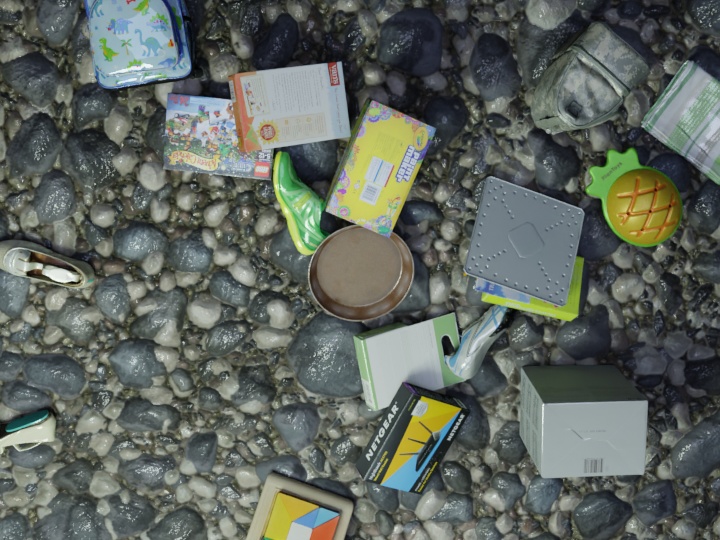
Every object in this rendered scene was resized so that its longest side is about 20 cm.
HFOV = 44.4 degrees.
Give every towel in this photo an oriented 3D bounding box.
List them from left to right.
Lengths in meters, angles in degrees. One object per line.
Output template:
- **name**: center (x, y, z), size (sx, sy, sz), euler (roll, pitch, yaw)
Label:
- **towel**: center (0.640, -0.272, 1.633), size (0.199, 0.031, 0.150), euler (34, 99, -8)

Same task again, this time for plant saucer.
- **plant saucer**: center (0.000, 0.000, 1.646), size (0.199, 0.035, 0.202), euler (-4, 116, -8)

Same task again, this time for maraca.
- **maraca**: center (0.503, -0.133, 1.617), size (0.137, 0.107, 0.200), euler (-43, 99, 7)

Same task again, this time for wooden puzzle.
- **wooden puzzle**: center (-0.122, 0.513, 1.710), size (0.184, 0.037, 0.201), euler (21, 64, -6)

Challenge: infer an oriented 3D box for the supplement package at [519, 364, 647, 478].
- **supplement package**: center (0.410, 0.278, 1.652), size (0.190, 0.200, 0.148), euler (-1, 102, -1)

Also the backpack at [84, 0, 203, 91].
- **backpack**: center (-0.380, -0.421, 1.510), size (0.182, 0.147, 0.201), euler (-9, 99, -2)

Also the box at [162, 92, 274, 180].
- **box**: center (-0.254, -0.244, 1.604), size (0.198, 0.038, 0.138), euler (5, 101, -3)

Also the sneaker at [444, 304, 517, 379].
- **sneaker**: center (0.234, 0.112, 1.678), size (0.072, 0.072, 0.200), euler (36, 86, 25)

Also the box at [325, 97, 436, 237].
- **box**: center (0.029, -0.186, 1.547), size (0.121, 0.193, 0.201), euler (22, 101, -7)

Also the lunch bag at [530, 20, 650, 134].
- **lunch bag**: center (0.383, -0.318, 1.533), size (0.139, 0.200, 0.168), euler (41, 94, -6)

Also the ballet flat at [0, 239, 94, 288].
- **ballet flat**: center (-0.592, -0.012, 1.629), size (0.199, 0.062, 0.068), euler (12, 101, -4)

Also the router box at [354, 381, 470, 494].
- **router box**: center (0.100, 0.325, 1.697), size (0.149, 0.051, 0.201), euler (21, 104, -30)

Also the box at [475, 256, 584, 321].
- **box**: center (0.311, 0.013, 1.644), size (0.199, 0.048, 0.123), euler (13, 68, -4)

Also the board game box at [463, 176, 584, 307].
- **board game box**: center (0.300, -0.052, 1.622), size (0.199, 0.026, 0.201), euler (19, 69, -6)

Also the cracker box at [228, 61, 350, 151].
- **cracker box**: center (-0.124, -0.290, 1.559), size (0.199, 0.058, 0.135), euler (-11, 102, -20)

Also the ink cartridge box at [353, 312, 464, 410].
- **ink cartridge box**: center (0.096, 0.170, 1.699), size (0.199, 0.048, 0.147), euler (-16, 103, -20)

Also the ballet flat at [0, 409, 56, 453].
- **ballet flat**: center (-0.682, 0.324, 1.697), size (0.199, 0.069, 0.070), euler (-11, 102, 0)

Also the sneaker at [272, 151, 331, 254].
- **sneaker**: center (-0.107, -0.129, 1.619), size (0.083, 0.074, 0.201), euler (-19, 111, 4)
